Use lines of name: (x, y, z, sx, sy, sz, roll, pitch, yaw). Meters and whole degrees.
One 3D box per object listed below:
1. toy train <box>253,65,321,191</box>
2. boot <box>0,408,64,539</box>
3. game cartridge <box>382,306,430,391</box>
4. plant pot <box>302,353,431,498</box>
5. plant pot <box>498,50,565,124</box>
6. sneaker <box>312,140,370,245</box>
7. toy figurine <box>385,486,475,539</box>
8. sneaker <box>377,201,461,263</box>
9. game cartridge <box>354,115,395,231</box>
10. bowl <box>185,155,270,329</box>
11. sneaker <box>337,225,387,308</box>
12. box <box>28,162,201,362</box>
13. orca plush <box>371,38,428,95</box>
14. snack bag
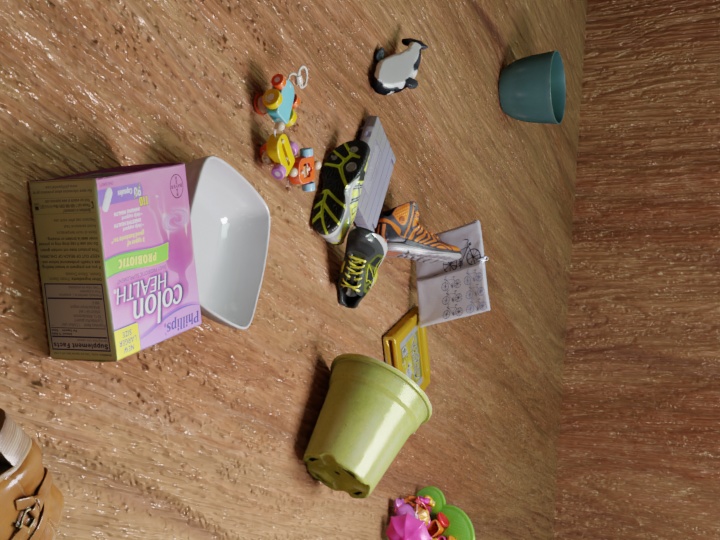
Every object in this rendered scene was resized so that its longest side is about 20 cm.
toy train: (-0.120, -0.218, 1.578, 0.150, 0.055, 0.204, -40, 129, -62)
boot: (-0.373, 0.258, 0.988, 0.202, 0.075, 0.157, -76, 158, -44)
game cartridge: (0.103, 0.191, 2.107, 0.200, 0.032, 0.180, -37, 123, -61)
plant pot: (-0.002, 0.278, 1.705, 0.186, 0.197, 0.202, -60, 144, -30)
plant pot: (0.483, -0.513, 2.816, 0.200, 0.158, 0.205, 0, 90, -67)
sneaker: (-0.033, -0.140, 1.764, 0.077, 0.074, 0.203, 61, 46, -59)
toy figurine: (0.121, 0.523, 2.047, 0.183, 0.149, 0.202, 32, 29, -49)
sneaker: (0.123, -0.080, 2.017, 0.197, 0.077, 0.114, 10, 74, -32)
game cartridge: (0.015, -0.182, 1.908, 0.130, 0.038, 0.202, 58, 39, -45)
bowl: (-0.206, -0.037, 1.350, 0.200, 0.073, 0.204, 45, 51, -58)
sneaker: (0.000, 0.000, 1.767, 0.201, 0.073, 0.086, 92, 19, -58)
box: (-0.279, -0.015, 1.156, 0.175, 0.095, 0.204, -24, 112, -64)
orca plush: (0.065, -0.404, 2.016, 0.104, 0.071, 0.202, 28, 47, -12)
snack bag: (0.187, 0.005, 2.084, 0.021, 0.187, 0.204, 13, 68, -47)
